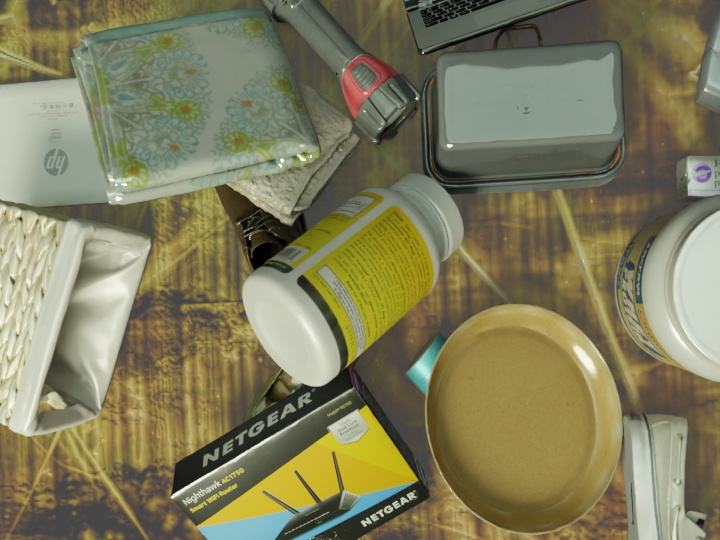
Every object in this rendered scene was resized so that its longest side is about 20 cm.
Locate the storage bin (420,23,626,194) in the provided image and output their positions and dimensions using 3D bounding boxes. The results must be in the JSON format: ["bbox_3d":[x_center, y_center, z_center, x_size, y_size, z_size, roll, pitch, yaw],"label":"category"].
[{"bbox_3d":[0.148,-0.153,0.747,0.194,0.134,0.150,-2,89,7],"label":"storage bin"}]

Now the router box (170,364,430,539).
[{"bbox_3d":[-0.055,0.197,0.777,0.197,0.051,0.151,-31,115,7],"label":"router box"}]

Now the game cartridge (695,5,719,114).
[{"bbox_3d":[0.398,-0.228,0.762,0.131,0.041,0.204,27,93,12],"label":"game cartridge"}]

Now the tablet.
[{"bbox_3d":[-0.319,-0.135,0.875,0.194,0.014,0.134,-3,89,9],"label":"tablet"}]

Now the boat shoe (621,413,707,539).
[{"bbox_3d":[0.281,0.233,0.755,0.068,0.071,0.206,-3,83,7],"label":"boat shoe"}]

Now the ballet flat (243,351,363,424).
[{"bbox_3d":[-0.063,0.120,0.806,0.070,0.071,0.202,36,94,7],"label":"ballet flat"}]

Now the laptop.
[{"bbox_3d":[0.118,-0.310,0.767,0.183,0.202,0.118,-17,121,8],"label":"laptop"}]

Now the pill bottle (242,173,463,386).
[{"bbox_3d":[0.000,0.000,0.741,0.199,0.113,0.113,-38,83,-29],"label":"pill bottle"}]

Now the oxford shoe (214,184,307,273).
[{"bbox_3d":[-0.090,-0.045,0.805,0.072,0.084,0.203,-33,83,8],"label":"oxford shoe"}]

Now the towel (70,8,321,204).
[{"bbox_3d":[-0.152,-0.153,0.760,0.195,0.048,0.174,-14,67,-15],"label":"towel"}]

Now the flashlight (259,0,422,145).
[{"bbox_3d":[-0.026,-0.217,0.812,0.201,0.067,0.068,49,134,11],"label":"flashlight"}]

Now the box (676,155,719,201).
[{"bbox_3d":[0.393,-0.083,0.757,0.194,0.041,0.040,1,88,9],"label":"box"}]

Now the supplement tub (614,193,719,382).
[{"bbox_3d":[0.296,0.014,0.688,0.141,0.200,0.149,0,88,8],"label":"supplement tub"}]

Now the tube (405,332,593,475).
[{"bbox_3d":[0.130,0.146,0.789,0.200,0.050,0.078,43,90,3],"label":"tube"}]

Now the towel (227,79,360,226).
[{"bbox_3d":[-0.107,-0.139,0.802,0.197,0.035,0.134,31,60,9],"label":"towel"}]

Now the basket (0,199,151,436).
[{"bbox_3d":[-0.309,0.038,0.812,0.121,0.135,0.205,18,92,12],"label":"basket"}]

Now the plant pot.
[{"bbox_3d":[0.147,0.134,0.761,0.195,0.027,0.206,4,76,-15],"label":"plant pot"}]
